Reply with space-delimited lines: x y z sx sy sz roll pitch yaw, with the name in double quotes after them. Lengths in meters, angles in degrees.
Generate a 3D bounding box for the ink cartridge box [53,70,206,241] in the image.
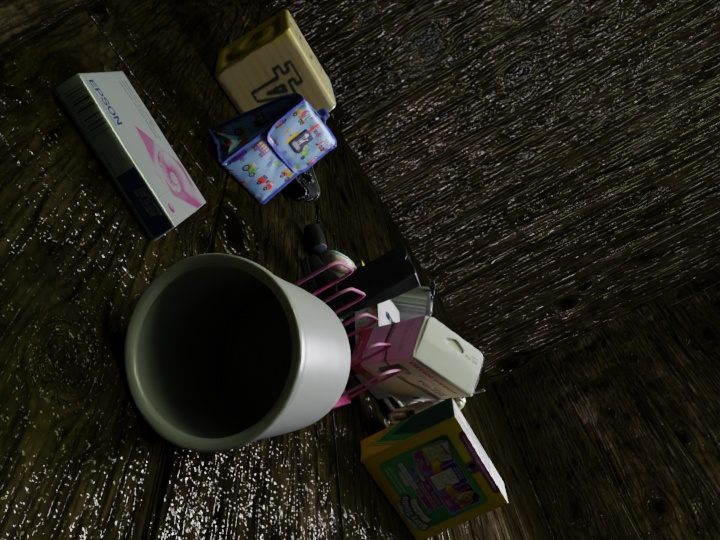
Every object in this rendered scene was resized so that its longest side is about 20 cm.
-0.268 -0.151 0.897 0.197 0.043 0.200 59 11 -14 "ink cartridge box"

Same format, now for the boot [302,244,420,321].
0.000 0.001 1.393 0.066 0.199 0.166 44 19 -59 "boot"

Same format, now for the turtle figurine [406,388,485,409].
0.167 0.264 1.626 0.194 0.143 0.202 -132 -137 -52 "turtle figurine"

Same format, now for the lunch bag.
-0.143 -0.234 1.300 0.151 0.199 0.095 45 18 -57 "lunch bag"

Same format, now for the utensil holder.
-0.108 0.085 0.716 0.171 0.169 0.200 64 7 14 "utensil holder"

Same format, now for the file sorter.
-0.034 0.102 1.159 0.201 0.125 0.139 64 10 12 "file sorter"

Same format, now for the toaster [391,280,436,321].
0.095 0.110 1.632 0.114 0.128 0.202 -73 170 -62 "toaster"

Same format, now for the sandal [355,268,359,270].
0.013 0.049 1.599 0.043 0.077 0.200 25 -7 22 "sandal"

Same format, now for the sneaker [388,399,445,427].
0.084 0.273 1.317 0.200 0.088 0.076 137 -50 -56 "sneaker"

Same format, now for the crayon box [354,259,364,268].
0.036 0.087 1.783 0.201 0.050 0.127 56 11 -27 "crayon box"

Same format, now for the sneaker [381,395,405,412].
0.078 0.221 1.519 0.074 0.087 0.201 56 12 -30 "sneaker"

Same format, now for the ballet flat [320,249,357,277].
-0.035 0.017 1.583 0.200 0.067 0.068 41 53 -61 "ballet flat"

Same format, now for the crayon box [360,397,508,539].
0.120 0.330 1.187 0.201 0.171 0.058 58 13 -21 "crayon box"

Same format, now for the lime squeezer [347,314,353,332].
-0.006 0.126 1.544 0.201 0.037 0.071 -106 -164 -53 "lime squeezer"

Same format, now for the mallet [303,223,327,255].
-0.068 -0.023 1.603 0.200 0.041 0.066 57 10 -47 "mallet"

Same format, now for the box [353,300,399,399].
0.035 0.142 1.463 0.117 0.060 0.201 51 29 -46 "box"

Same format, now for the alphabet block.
-0.190 -0.430 1.620 0.201 0.195 0.196 56 10 -30 "alphabet block"

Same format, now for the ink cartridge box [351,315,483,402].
0.095 0.161 1.273 0.145 0.199 0.085 35 60 -23 "ink cartridge box"

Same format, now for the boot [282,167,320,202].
-0.155 -0.248 1.642 0.168 0.076 0.202 -21 89 -84 "boot"
